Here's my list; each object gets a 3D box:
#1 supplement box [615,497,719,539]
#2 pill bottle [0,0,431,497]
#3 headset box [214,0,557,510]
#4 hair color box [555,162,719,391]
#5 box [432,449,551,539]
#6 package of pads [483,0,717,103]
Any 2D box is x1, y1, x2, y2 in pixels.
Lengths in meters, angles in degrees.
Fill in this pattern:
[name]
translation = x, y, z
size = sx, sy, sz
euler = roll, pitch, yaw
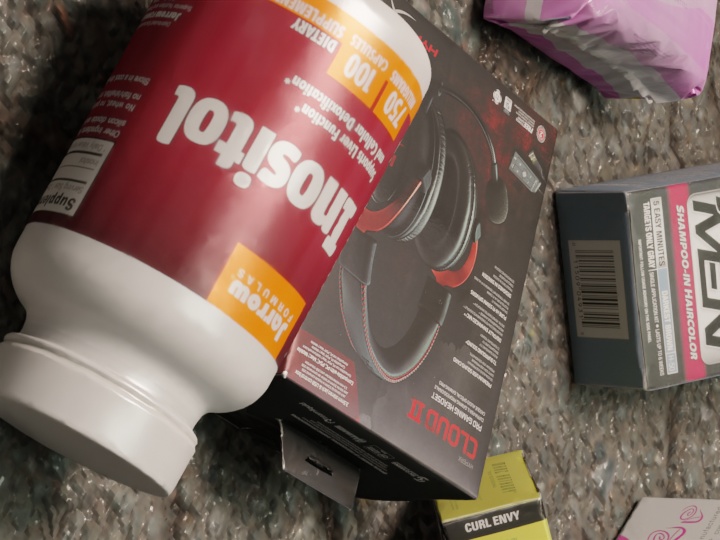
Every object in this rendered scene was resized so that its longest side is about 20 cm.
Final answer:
[supplement box]
translation = 0.216, 0.182, 1.392
size = 0.101, 0.199, 0.104
euler = -52, 129, -38
[pill bottle]
translation = -0.063, -0.020, 1.095
size = 0.113, 0.113, 0.201
euler = 40, 72, -43
[headset box]
translation = 0.000, 0.000, 1.220
size = 0.148, 0.075, 0.201
euler = 36, 61, -46
[hair color box]
translation = 0.198, -0.005, 1.443
size = 0.199, 0.060, 0.100
euler = -10, 97, -34
[box]
translation = 0.078, 0.190, 1.310
size = 0.075, 0.050, 0.201
euler = -107, -177, -75
[package of pads]
translation = 0.129, -0.193, 1.395
size = 0.120, 0.075, 0.201
euler = 28, 67, -51
